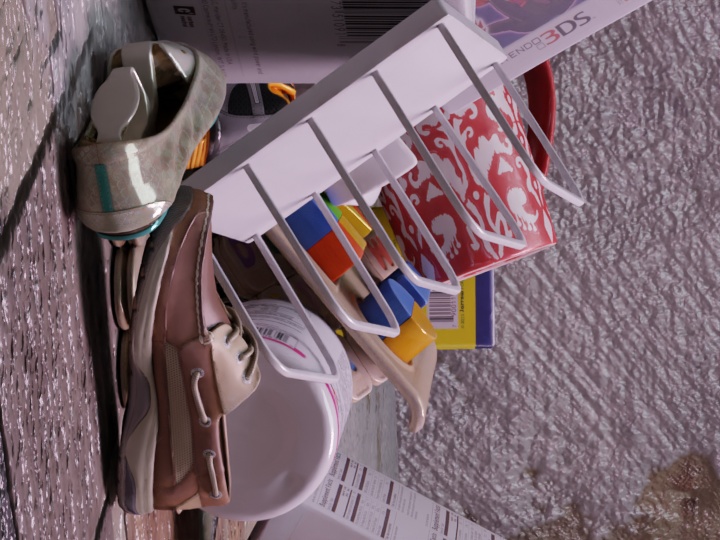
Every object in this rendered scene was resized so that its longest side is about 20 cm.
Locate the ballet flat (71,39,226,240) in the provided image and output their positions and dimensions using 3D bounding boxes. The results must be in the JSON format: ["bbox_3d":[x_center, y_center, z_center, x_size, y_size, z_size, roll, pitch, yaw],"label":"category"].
[{"bbox_3d":[-0.111,-0.087,1.313,0.200,0.067,0.063,-84,162,-60],"label":"ballet flat"}]

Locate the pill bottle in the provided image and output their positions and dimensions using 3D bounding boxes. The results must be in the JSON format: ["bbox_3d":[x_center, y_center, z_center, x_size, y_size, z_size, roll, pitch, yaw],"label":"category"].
[{"bbox_3d":[-0.063,0.081,1.592,0.200,0.113,0.114,-65,154,-80],"label":"pill bottle"}]

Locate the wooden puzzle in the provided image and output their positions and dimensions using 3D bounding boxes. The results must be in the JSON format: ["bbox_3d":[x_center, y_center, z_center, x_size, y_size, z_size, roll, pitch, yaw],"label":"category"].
[{"bbox_3d":[0.000,0.000,1.703,0.200,0.046,0.185,54,9,-7],"label":"wooden puzzle"}]

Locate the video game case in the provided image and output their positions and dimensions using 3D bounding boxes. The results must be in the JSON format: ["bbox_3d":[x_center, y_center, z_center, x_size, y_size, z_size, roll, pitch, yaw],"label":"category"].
[{"bbox_3d":[0.068,-0.207,1.644,0.200,0.182,0.023,43,34,-30],"label":"video game case"}]

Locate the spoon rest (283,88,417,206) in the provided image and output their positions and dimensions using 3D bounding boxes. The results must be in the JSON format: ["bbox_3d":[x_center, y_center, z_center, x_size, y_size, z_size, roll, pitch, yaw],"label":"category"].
[{"bbox_3d":[-0.014,-0.079,1.695,0.099,0.061,0.200,50,-4,-11],"label":"spoon rest"}]

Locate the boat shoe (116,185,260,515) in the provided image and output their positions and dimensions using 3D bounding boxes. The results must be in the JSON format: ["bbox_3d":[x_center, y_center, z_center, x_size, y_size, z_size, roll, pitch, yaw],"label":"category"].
[{"bbox_3d":[-0.088,0.044,1.340,0.076,0.071,0.201,-87,-176,-56],"label":"boat shoe"}]

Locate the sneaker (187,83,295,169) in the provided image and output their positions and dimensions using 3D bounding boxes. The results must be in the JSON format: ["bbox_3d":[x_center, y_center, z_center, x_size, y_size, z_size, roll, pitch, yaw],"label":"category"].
[{"bbox_3d":[-0.077,-0.107,1.683,0.200,0.077,0.079,-82,169,-73],"label":"sneaker"}]

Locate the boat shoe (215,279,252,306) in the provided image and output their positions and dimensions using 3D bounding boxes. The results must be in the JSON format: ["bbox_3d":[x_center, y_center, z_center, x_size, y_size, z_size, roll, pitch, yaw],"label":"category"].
[{"bbox_3d":[-0.075,0.026,1.774,0.062,0.072,0.201,23,43,-39],"label":"boat shoe"}]

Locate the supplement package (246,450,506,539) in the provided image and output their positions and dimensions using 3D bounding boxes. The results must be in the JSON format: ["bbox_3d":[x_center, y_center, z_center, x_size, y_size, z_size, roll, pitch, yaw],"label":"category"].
[{"bbox_3d":[0.009,0.235,1.671,0.152,0.199,0.151,-62,-179,12],"label":"supplement package"}]

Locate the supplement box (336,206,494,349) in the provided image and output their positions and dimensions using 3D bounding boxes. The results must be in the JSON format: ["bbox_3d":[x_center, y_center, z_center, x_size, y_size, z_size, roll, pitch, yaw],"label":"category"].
[{"bbox_3d":[0.004,0.006,1.921,0.109,0.199,0.110,24,65,-87],"label":"supplement box"}]

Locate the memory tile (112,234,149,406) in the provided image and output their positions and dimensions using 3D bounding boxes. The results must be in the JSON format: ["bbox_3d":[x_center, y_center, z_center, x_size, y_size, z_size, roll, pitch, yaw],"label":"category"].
[{"bbox_3d":[-0.122,-0.018,1.464,0.200,0.017,0.154,-79,167,-69],"label":"memory tile"}]

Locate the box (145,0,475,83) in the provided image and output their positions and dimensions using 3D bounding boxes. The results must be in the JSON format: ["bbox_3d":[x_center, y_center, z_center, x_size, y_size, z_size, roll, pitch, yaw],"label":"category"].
[{"bbox_3d":[-0.030,-0.212,1.498,0.199,0.199,0.131,79,13,-67],"label":"box"}]

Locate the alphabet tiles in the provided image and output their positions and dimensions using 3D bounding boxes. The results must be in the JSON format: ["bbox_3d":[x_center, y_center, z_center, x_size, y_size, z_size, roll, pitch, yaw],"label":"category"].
[{"bbox_3d":[-0.032,-0.005,1.777,0.196,0.015,0.200,57,30,2],"label":"alphabet tiles"}]

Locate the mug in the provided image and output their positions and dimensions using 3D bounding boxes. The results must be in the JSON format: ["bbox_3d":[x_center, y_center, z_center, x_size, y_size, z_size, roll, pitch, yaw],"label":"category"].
[{"bbox_3d":[0.079,-0.102,1.807,0.133,0.177,0.201,145,-74,-78],"label":"mug"}]

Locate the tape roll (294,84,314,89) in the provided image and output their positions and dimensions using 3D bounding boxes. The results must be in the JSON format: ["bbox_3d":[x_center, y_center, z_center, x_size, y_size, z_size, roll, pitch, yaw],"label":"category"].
[{"bbox_3d":[-0.066,-0.200,1.894,0.202,0.070,0.203,0,90,-86],"label":"tape roll"}]

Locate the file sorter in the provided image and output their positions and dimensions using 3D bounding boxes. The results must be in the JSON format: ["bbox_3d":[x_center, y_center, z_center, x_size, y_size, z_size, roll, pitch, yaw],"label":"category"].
[{"bbox_3d":[0.015,-0.041,1.461,0.125,0.200,0.139,57,12,14],"label":"file sorter"}]
